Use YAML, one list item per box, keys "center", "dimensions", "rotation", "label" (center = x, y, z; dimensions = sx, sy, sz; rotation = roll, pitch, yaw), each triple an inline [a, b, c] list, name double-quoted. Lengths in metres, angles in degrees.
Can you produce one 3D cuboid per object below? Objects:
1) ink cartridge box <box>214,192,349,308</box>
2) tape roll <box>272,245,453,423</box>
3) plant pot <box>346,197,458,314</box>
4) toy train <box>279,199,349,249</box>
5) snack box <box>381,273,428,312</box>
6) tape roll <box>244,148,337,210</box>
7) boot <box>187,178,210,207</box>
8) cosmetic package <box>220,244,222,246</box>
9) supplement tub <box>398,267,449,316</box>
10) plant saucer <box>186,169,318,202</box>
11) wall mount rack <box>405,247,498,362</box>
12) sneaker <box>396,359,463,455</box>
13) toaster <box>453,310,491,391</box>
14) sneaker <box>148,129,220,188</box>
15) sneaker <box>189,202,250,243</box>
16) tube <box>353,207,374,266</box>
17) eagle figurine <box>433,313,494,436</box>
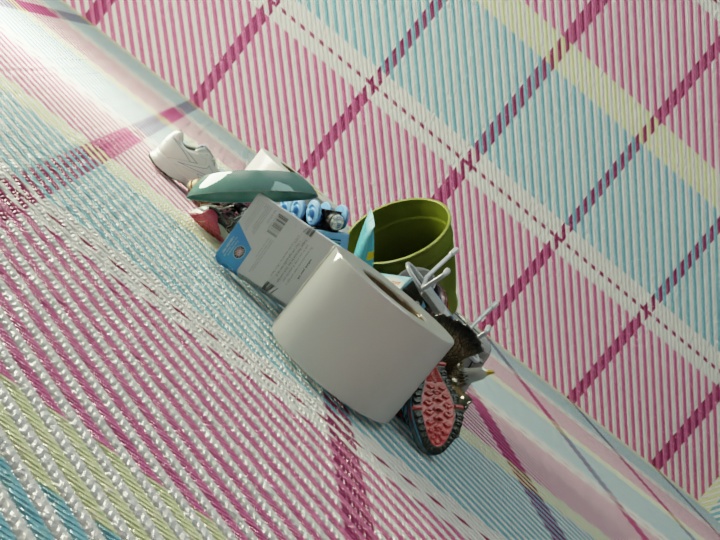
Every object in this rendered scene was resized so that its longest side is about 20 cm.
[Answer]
- center: [-0.097, -0.007, 1.510]
  dimensions: [0.200, 0.116, 0.067]
  rotation: [35, -11, 0]
  label: "ink cartridge box"
- center: [0.003, 0.084, 1.364]
  dimensions: [0.203, 0.139, 0.203]
  rotation: [38, 6, -4]
  label: "tape roll"
- center: [0.095, 0.002, 1.905]
  dimensions: [0.200, 0.200, 0.193]
  rotation: [48, -17, 56]
  label: "plant pot"
- center: [-0.092, -0.072, 1.881]
  dimensions: [0.087, 0.114, 0.200]
  rotation: [8, 3, -32]
  label: "toy train"
- center: [0.071, 0.093, 1.705]
  dimensions: [0.116, 0.037, 0.200]
  rotation: [7, -47, 47]
  label: "snack box"
- center: [-0.159, -0.128, 2.064]
  dimensions: [0.203, 0.139, 0.203]
  rotation: [39, 6, -5]
  label: "tape roll"
- center: [-0.213, -0.112, 1.842]
  dimensions: [0.200, 0.075, 0.074]
  rotation: [35, 37, -19]
  label: "boot"
- center: [-0.113, -0.012, 1.654]
  dimensions: [0.200, 0.101, 0.071]
  rotation: [36, 6, -36]
  label: "cosmetic package"
- center: [0.102, 0.087, 1.799]
  dimensions: [0.107, 0.107, 0.200]
  rotation: [43, -25, 38]
  label: "supplement tub"
- center: [-0.164, -0.128, 1.578]
  dimensions: [0.200, 0.036, 0.200]
  rotation: [-1, -2, 0]
  label: "plant saucer"
- center: [0.160, 0.045, 1.693]
  dimensions: [0.200, 0.075, 0.174]
  rotation: [54, 14, -5]
  label: "wall mount rack"
- center: [0.087, 0.187, 1.465]
  dimensions: [0.079, 0.096, 0.200]
  rotation: [10, 42, -18]
  label: "sneaker"
- center: [0.156, 0.143, 1.988]
  dimensions: [0.114, 0.129, 0.200]
  rotation: [35, 7, -42]
  label: "toaster"
- center: [-0.286, -0.175, 1.891]
  dimensions: [0.200, 0.087, 0.075]
  rotation: [38, 4, -22]
  label: "sneaker"
- center: [-0.220, -0.091, 1.716]
  dimensions: [0.081, 0.075, 0.200]
  rotation: [40, 7, 6]
  label: "sneaker"
- center: [0.000, 0.000, 1.746]
  dimensions: [0.050, 0.200, 0.077]
  rotation: [6, 26, -12]
  label: "tube"
- center: [0.130, 0.160, 1.580]
  dimensions: [0.152, 0.151, 0.200]
  rotation: [52, 2, 18]
  label: "eagle figurine"
